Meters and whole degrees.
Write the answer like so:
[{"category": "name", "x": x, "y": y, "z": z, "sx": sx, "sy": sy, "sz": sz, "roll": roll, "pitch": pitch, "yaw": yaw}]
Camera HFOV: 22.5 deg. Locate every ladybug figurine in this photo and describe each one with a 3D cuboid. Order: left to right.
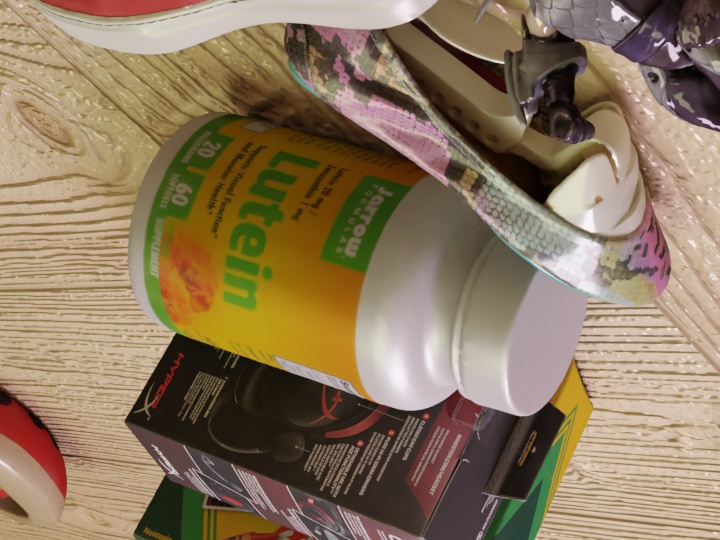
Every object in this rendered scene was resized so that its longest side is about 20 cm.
[{"category": "ladybug figurine", "x": -0.324, "y": 0.159, "z": 1.614, "sx": 0.135, "sy": 0.072, "sz": 0.200, "roll": 18, "pitch": 155, "yaw": 26}]

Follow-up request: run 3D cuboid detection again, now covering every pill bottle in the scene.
[{"category": "pill bottle", "x": 0.000, "y": 0.000, "z": 0.848, "sx": 0.199, "sy": 0.112, "sz": 0.111, "roll": 17, "pitch": 154, "yaw": 28}]

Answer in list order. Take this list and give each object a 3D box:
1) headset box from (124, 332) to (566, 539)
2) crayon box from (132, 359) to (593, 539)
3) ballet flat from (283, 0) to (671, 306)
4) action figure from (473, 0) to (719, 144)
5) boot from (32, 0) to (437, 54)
[{"category": "headset box", "x": 0.005, "y": 0.062, "z": 0.923, "sx": 0.199, "sy": 0.149, "sz": 0.075, "roll": 17, "pitch": 155, "yaw": 27}, {"category": "crayon box", "x": 0.002, "y": 0.108, "z": 0.990, "sx": 0.199, "sy": 0.173, "sz": 0.058, "roll": 15, "pitch": 157, "yaw": 29}, {"category": "ballet flat", "x": 0.062, "y": -0.057, "z": 0.731, "sx": 0.199, "sy": 0.069, "sz": 0.071, "roll": 36, "pitch": 137, "yaw": -13}, {"category": "action figure", "x": 0.112, "y": -0.074, "z": 0.621, "sx": 0.199, "sy": 0.070, "sz": 0.130, "roll": 36, "pitch": 162, "yaw": -8}, {"category": "boot", "x": -0.075, "y": -0.154, "z": 0.675, "sx": 0.199, "sy": 0.073, "sz": 0.144, "roll": 0, "pitch": 144, "yaw": 37}]
